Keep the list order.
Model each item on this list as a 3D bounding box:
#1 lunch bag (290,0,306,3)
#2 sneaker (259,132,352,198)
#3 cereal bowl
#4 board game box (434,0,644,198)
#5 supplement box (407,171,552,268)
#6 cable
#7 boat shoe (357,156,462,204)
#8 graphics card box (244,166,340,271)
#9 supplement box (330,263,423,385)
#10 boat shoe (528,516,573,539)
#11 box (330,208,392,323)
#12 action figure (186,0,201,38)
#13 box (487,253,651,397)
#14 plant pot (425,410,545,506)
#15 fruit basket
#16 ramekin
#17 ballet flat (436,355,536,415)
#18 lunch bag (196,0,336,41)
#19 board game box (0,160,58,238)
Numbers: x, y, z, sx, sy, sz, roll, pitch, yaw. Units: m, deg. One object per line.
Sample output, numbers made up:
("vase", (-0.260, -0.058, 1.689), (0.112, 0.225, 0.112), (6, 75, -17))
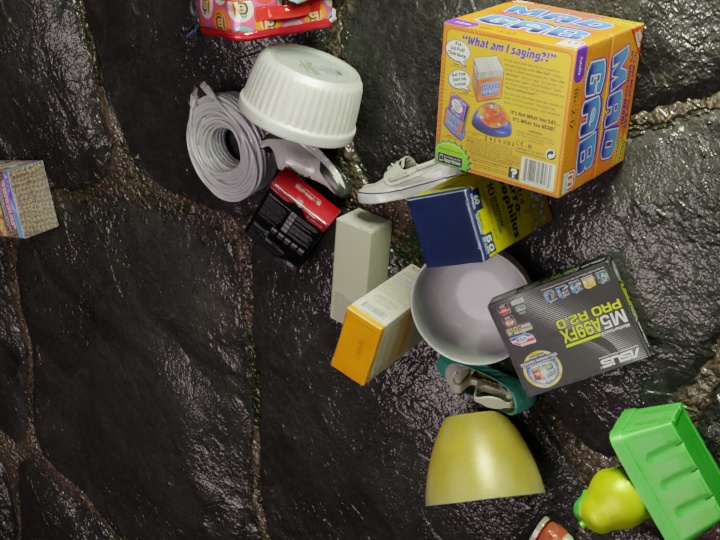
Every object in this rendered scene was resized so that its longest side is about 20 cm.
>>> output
("lunch bag", (-0.103, -0.519, 1.671), (0.200, 0.169, 0.127), (37, 131, 23))
("sneaker", (-0.093, -0.184, 1.869), (0.080, 0.074, 0.200), (-47, 66, 3))
("cereal bowl", (0.185, 0.046, 1.725), (0.200, 0.083, 0.201), (5, 108, 17))
("board game box", (0.243, -0.242, 1.481), (0.200, 0.200, 0.200), (21, 122, 33))
("supplement box", (0.181, -0.090, 1.603), (0.109, 0.200, 0.109), (-7, 105, 42))
("cable", (-0.239, -0.231, 1.991), (0.200, 0.069, 0.200), (40, 131, 19))
("boat shoe", (0.075, -0.152, 1.757), (0.200, 0.072, 0.066), (-8, 100, 41))
("graphics card box", (-0.123, -0.087, 1.914), (0.125, 0.051, 0.200), (38, 148, 0))
("supplement box", (0.046, 0.088, 1.801), (0.073, 0.200, 0.126), (31, 126, 22))
("boat shoe", (0.308, 0.514, 1.867), (0.062, 0.071, 0.200), (32, 123, 22))
("box", (0.000, 0.000, 1.892), (0.082, 0.068, 0.200), (24, 123, 30))
("action figure", (-0.292, -0.491, 1.897), (0.200, 0.104, 0.194), (-39, 73, 41))
("box", (0.314, 0.085, 1.625), (0.200, 0.044, 0.161), (-22, 97, 22))
("plant pot", (0.199, 0.311, 1.801), (0.200, 0.200, 0.142), (-18, 73, 44))
("fruit basket", (0.422, 0.320, 1.614), (0.215, 0.155, 0.216), (7, 106, 25))
("ramekin", (-0.091, -0.291, 1.755), (0.200, 0.200, 0.105), (33, 118, 25))
("ballet flat", (0.197, 0.189, 1.808), (0.200, 0.070, 0.068), (18, 121, 34))
("lunch bag", (-0.143, -0.417, 1.719), (0.176, 0.200, 0.082), (24, 124, 52))
("board game box", (-0.811, -0.168, 2.488), (0.200, 0.097, 0.160), (6, 113, 39))
